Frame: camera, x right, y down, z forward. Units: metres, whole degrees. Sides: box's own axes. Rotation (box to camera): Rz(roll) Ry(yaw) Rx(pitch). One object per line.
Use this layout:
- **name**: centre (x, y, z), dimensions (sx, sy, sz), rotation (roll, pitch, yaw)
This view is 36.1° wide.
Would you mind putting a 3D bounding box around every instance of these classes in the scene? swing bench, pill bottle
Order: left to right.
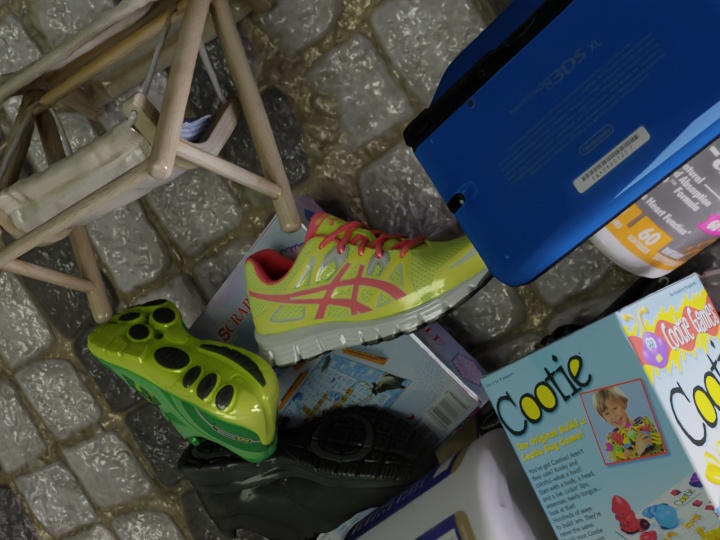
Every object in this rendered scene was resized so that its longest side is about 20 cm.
- **swing bench**: centre (-0.163, -0.097, 0.759), dimensions (0.198, 0.129, 0.201), rotation (-25, 62, 31)
- **pill bottle**: centre (0.049, 0.196, 0.692), dimensions (0.120, 0.120, 0.200), rotation (49, 124, 0)
- **pill bottle**: centre (0.212, -0.095, 0.638), dimensions (0.116, 0.116, 0.200), rotation (48, 122, 0)

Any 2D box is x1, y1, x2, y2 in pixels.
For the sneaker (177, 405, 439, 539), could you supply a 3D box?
- **sneaker**: centre (-0.031, 0.153, 0.790), dimensions (0.199, 0.076, 0.091), rotation (-5, 117, 29)

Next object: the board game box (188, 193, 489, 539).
- **board game box**: centre (-0.033, 0.083, 0.825), dimensions (0.200, 0.041, 0.200), rotation (45, 118, 6)

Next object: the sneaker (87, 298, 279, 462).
- **sneaker**: centre (-0.130, 0.082, 0.790), dimensions (0.199, 0.074, 0.084), rotation (25, 134, 44)

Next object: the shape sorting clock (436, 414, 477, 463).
- **shape sorting clock**: centre (-0.003, 0.112, 0.867), dimensions (0.199, 0.039, 0.202), rotation (8, 109, 23)

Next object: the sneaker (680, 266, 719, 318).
- **sneaker**: centre (0.252, 0.036, 0.639), dimensions (0.199, 0.116, 0.075), rotation (-21, 104, 8)

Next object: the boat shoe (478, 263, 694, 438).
- **boat shoe**: centre (0.153, 0.060, 0.760), dimensions (0.200, 0.069, 0.057), rotation (-38, 93, 25)

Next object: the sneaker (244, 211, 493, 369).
- **sneaker**: centre (0.000, 0.000, 0.719), dimensions (0.199, 0.078, 0.091), rotation (-18, 95, 28)

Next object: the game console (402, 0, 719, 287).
- **game console**: centre (0.133, -0.116, 0.640), dimensions (0.200, 0.118, 0.171), rotation (-41, 73, 33)

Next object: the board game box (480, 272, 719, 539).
- **board game box**: centre (0.173, 0.120, 0.616), dimensions (0.105, 0.103, 0.201), rotation (-32, 80, 42)
